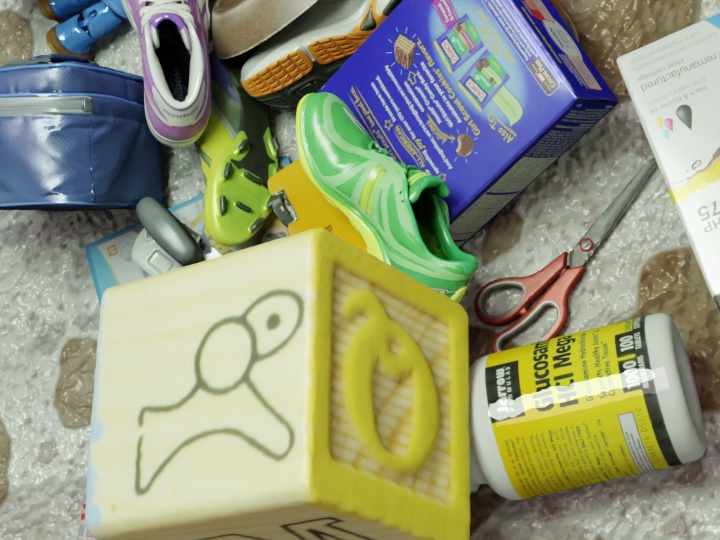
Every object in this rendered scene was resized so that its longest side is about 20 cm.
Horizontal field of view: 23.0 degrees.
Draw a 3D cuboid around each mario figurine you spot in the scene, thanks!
[{"bbox_3d":[-0.184,-0.250,1.587,0.200,0.106,0.124,-24,100,22],"label":"mario figurine"}]

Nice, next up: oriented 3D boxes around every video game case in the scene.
[{"bbox_3d":[-0.129,0.004,1.503,0.200,0.018,0.143,-23,67,12],"label":"video game case"}]

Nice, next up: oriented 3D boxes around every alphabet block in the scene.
[{"bbox_3d":[-0.055,0.105,1.257,0.200,0.196,0.196,-14,65,34],"label":"alphabet block"}]

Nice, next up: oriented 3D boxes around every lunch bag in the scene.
[{"bbox_3d":[-0.248,-0.117,1.493,0.136,0.200,0.133,0,91,18],"label":"lunch bag"}]

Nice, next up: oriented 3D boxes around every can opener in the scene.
[{"bbox_3d":[-0.117,0.018,1.453,0.200,0.066,0.053,39,87,21],"label":"can opener"}]

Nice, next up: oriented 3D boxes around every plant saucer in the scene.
[{"bbox_3d":[-0.055,-0.257,1.479,0.200,0.034,0.200,-36,21,17],"label":"plant saucer"}]

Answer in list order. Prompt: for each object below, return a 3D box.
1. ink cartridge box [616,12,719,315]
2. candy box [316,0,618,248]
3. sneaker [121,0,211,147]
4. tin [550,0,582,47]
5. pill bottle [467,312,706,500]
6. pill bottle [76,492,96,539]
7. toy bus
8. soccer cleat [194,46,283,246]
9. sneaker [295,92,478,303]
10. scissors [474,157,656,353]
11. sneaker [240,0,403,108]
[{"bbox_3d":[0.301,-0.075,1.301,0.147,0.146,0.200,-23,68,12],"label":"ink cartridge box"},{"bbox_3d":[0.077,-0.134,1.399,0.200,0.077,0.169,-43,66,29],"label":"candy box"},{"bbox_3d":[-0.155,-0.213,1.444,0.073,0.114,0.201,-12,76,-8],"label":"sneaker"},{"bbox_3d":[0.104,-0.202,1.474,0.112,0.042,0.200,-36,64,1],"label":"tin"},{"bbox_3d":[0.147,0.107,1.317,0.200,0.112,0.113,-15,69,15],"label":"pill bottle"},{"bbox_3d":[-0.157,0.150,1.412,0.112,0.112,0.200,5,76,21],"label":"pill bottle"},{"bbox_3d":[0.000,0.000,1.417,0.065,0.078,0.200,-32,68,13],"label":"toy bus"},{"bbox_3d":[-0.112,-0.103,1.503,0.084,0.065,0.200,-28,51,42],"label":"soccer cleat"},{"bbox_3d":[0.025,-0.060,1.350,0.084,0.074,0.200,-42,78,34],"label":"sneaker"},{"bbox_3d":[0.176,-0.005,1.400,0.200,0.014,0.073,-38,62,4],"label":"scissors"},{"bbox_3d":[-0.017,-0.214,1.475,0.200,0.076,0.092,-31,54,6],"label":"sneaker"}]
